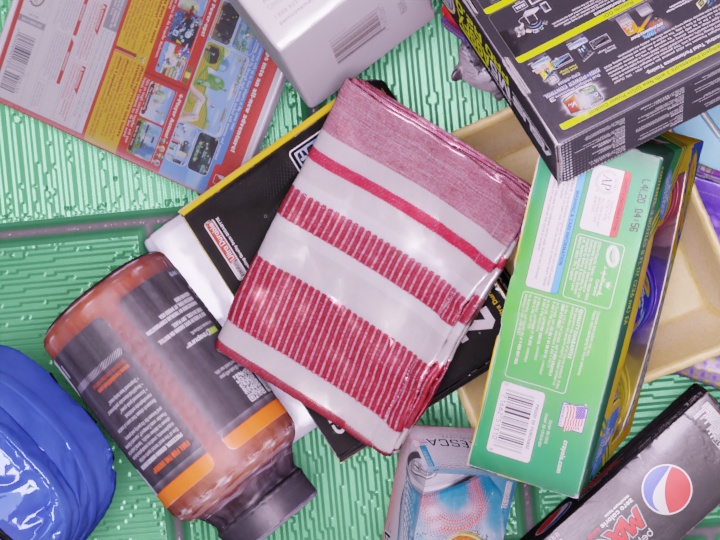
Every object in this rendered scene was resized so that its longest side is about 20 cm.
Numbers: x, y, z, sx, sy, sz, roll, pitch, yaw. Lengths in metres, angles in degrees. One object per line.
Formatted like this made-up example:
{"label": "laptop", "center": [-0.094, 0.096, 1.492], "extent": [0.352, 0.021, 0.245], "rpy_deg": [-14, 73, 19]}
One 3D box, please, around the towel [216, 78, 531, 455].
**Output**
{"label": "towel", "center": [0.007, 0.000, 1.069], "extent": [0.144, 0.023, 0.201], "rpy_deg": [32, 107, 11]}

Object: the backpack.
{"label": "backpack", "center": [-0.265, 0.165, 1.119], "extent": [0.163, 0.168, 0.200], "rpy_deg": [45, 112, -5]}

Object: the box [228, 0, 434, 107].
{"label": "box", "center": [-0.056, -0.224, 1.058], "extent": [0.106, 0.152, 0.200], "rpy_deg": [-36, 81, 0]}

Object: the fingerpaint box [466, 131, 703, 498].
{"label": "fingerpaint box", "center": [0.139, 0.015, 1.014], "extent": [0.073, 0.167, 0.201], "rpy_deg": [16, 102, 16]}

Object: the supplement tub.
{"label": "supplement tub", "center": [-0.116, 0.094, 1.144], "extent": [0.107, 0.107, 0.200], "rpy_deg": [-38, 86, 5]}

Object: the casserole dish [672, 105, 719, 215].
{"label": "casserole dish", "center": [0.257, -0.100, 1.151], "extent": [0.121, 0.039, 0.200], "rpy_deg": [-36, 91, 5]}

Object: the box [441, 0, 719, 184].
{"label": "box", "center": [0.157, -0.160, 0.934], "extent": [0.199, 0.044, 0.161], "rpy_deg": [-28, 63, -5]}

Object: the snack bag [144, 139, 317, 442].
{"label": "snack bag", "center": [-0.029, -0.001, 1.183], "extent": [0.199, 0.021, 0.189], "rpy_deg": [-32, 91, 5]}

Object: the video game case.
{"label": "video game case", "center": [-0.150, -0.148, 1.164], "extent": [0.199, 0.017, 0.144], "rpy_deg": [24, 104, 9]}

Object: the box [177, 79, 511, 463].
{"label": "box", "center": [0.000, 0.000, 1.115], "extent": [0.159, 0.049, 0.201], "rpy_deg": [-33, 89, 16]}

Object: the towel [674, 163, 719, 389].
{"label": "towel", "center": [0.218, 0.002, 1.140], "extent": [0.199, 0.023, 0.144], "rpy_deg": [21, 105, 12]}

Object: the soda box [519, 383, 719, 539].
{"label": "soda box", "center": [0.178, 0.167, 1.151], "extent": [0.200, 0.071, 0.063], "rpy_deg": [-42, 88, 4]}

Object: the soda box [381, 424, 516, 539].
{"label": "soda box", "center": [0.048, 0.206, 1.129], "extent": [0.063, 0.068, 0.201], "rpy_deg": [4, 112, -14]}

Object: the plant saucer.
{"label": "plant saucer", "center": [0.133, -0.015, 1.124], "extent": [0.199, 0.048, 0.201], "rpy_deg": [-23, 92, 18]}

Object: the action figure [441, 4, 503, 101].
{"label": "action figure", "center": [0.131, -0.186, 1.081], "extent": [0.194, 0.104, 0.200], "rpy_deg": [-52, 48, 20]}
